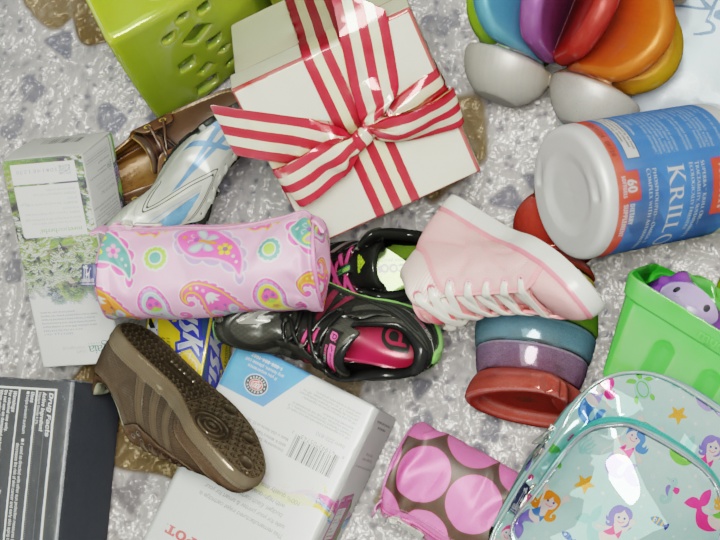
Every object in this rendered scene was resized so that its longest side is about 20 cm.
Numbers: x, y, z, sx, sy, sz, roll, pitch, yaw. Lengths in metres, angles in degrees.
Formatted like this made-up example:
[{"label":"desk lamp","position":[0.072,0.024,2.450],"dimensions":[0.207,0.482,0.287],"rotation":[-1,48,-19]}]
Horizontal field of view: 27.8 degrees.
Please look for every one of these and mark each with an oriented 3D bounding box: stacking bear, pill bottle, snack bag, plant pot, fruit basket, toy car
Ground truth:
[{"label":"stacking bear","position":[0.160,0.025,1.255],"dimensions":[0.113,0.121,0.202],"rotation":[-2,67,38]},{"label":"pill bottle","position":[0.255,-0.079,1.213],"dimensions":[0.199,0.112,0.113],"rotation":[-12,75,-24]},{"label":"snack bag","position":[0.276,-0.213,1.317],"dimensions":[0.187,0.021,0.202],"rotation":[2,83,14]},{"label":"plant pot","position":[-0.167,-0.288,1.346],"dimensions":[0.181,0.199,0.201],"rotation":[-28,74,-1]},{"label":"fruit basket","position":[0.325,0.038,1.203],"dimensions":[0.214,0.155,0.218],"rotation":[2,95,22]},{"label":"toy car","position":[0.180,-0.223,1.253],"dimensions":[0.199,0.150,0.176],"rotation":[22,89,17]}]

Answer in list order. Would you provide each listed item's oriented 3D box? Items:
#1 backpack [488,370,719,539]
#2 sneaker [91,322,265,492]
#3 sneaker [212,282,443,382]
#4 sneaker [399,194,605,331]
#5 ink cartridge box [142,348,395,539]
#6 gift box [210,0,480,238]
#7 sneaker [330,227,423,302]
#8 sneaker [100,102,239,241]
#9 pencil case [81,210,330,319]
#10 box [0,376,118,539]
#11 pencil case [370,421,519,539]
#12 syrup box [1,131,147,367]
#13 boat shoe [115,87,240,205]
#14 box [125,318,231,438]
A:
[{"label":"backpack","position":[0.209,0.178,1.117],"dimensions":[0.177,0.151,0.201],"rotation":[34,85,10]},{"label":"sneaker","position":[-0.159,0.133,1.255],"dimensions":[0.200,0.070,0.076],"rotation":[45,115,29]},{"label":"sneaker","position":[-0.028,0.050,1.229],"dimensions":[0.198,0.084,0.077],"rotation":[6,102,5]},{"label":"sneaker","position":[0.106,0.017,1.177],"dimensions":[0.105,0.075,0.200],"rotation":[-49,40,-6]},{"label":"ink cartridge box","position":[-0.080,0.187,1.288],"dimensions":[0.144,0.085,0.201],"rotation":[25,84,17]},{"label":"gift box","position":[-0.020,-0.154,1.248],"dimensions":[0.184,0.187,0.201],"rotation":[-28,119,8]},{"label":"sneaker","position":[0.000,0.000,1.303],"dimensions":[0.198,0.087,0.074],"rotation":[-8,78,11]},{"label":"sneaker","position":[-0.150,-0.076,1.306],"dimensions":[0.072,0.072,0.200],"rotation":[43,68,-12]},{"label":"pencil case","position":[-0.123,-0.003,1.201],"dimensions":[0.198,0.087,0.088],"rotation":[-2,79,9]},{"label":"box","position":[-0.336,0.198,1.324],"dimensions":[0.197,0.123,0.202],"rotation":[3,82,14]},{"label":"pencil case","position":[0.111,0.215,1.240],"dimensions":[0.199,0.091,0.094],"rotation":[26,55,17]},{"label":"syrup box","position":[-0.258,-0.017,1.327],"dimensions":[0.078,0.082,0.202],"rotation":[-4,109,12]},{"label":"boat shoe","position":[-0.184,-0.108,1.376],"dimensions":[0.199,0.068,0.072],"rotation":[-32,74,5]},{"label":"box","position":[-0.157,0.063,1.336],"dimensions":[0.064,0.070,0.202],"rotation":[8,82,16]}]
